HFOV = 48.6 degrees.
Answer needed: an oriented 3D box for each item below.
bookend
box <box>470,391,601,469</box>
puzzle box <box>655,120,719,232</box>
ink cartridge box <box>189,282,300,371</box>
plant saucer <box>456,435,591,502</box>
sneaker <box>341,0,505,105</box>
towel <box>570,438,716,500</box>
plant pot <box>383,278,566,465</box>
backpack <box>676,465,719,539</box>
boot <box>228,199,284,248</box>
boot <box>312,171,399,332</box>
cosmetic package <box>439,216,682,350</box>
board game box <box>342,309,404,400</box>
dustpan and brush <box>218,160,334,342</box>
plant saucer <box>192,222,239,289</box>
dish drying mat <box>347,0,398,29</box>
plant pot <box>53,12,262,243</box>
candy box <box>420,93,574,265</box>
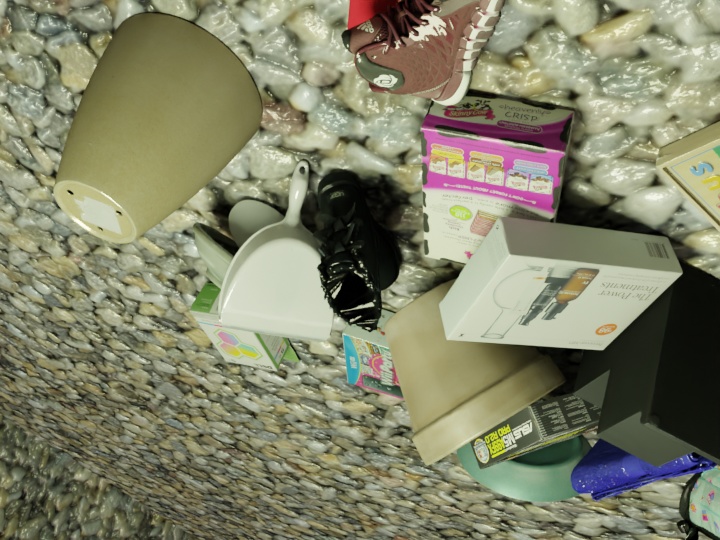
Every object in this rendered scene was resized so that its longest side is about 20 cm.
[{"bbox_3d":[0.310,0.128,0.867,0.092,0.201,0.199,27,147,-3],"label":"bookend"},{"bbox_3d":[0.261,0.192,1.024,0.199,0.044,0.160,-11,160,-27],"label":"box"},{"bbox_3d":[0.378,-0.064,0.707,0.200,0.025,0.133,37,146,-19],"label":"puzzle box"},{"bbox_3d":[-0.183,0.108,1.298,0.103,0.059,0.200,7,144,25],"label":"ink cartridge box"},{"bbox_3d":[0.236,0.246,1.123,0.199,0.200,0.036,12,116,20],"label":"plant saucer"},{"bbox_3d":[0.044,-0.206,0.641,0.115,0.076,0.200,-3,148,-10],"label":"sneaker"},{"bbox_3d":[0.350,0.203,0.930,0.050,0.147,0.200,54,145,4],"label":"towel"},{"bbox_3d":[0.121,0.113,0.978,0.174,0.199,0.200,59,150,14],"label":"plant pot"},{"bbox_3d":[0.515,0.312,1.014,0.166,0.127,0.200,-2,179,-1],"label":"backpack"},{"bbox_3d":[-0.089,-0.010,1.055,0.200,0.074,0.096,42,174,6],"label":"boot"},{"bbox_3d":[0.001,0.000,0.916,0.073,0.163,0.199,-17,134,9],"label":"boot"},{"bbox_3d":[0.202,0.020,0.826,0.199,0.052,0.151,5,144,-19],"label":"cosmetic package"},{"bbox_3d":[0.079,0.135,1.159,0.199,0.064,0.148,17,147,15],"label":"board game box"},{"bbox_3d":[-0.083,-0.027,0.933,0.139,0.201,0.057,10,-166,-16],"label":"dustpan and brush"},{"bbox_3d":[-0.146,0.013,1.049,0.200,0.050,0.200,35,-178,-2],"label":"plant saucer"},{"bbox_3d":[0.030,-0.259,0.663,0.076,0.018,0.200,21,148,8],"label":"dish drying mat"},{"bbox_3d":[-0.229,-0.133,0.849,0.186,0.201,0.188,17,147,11],"label":"plant pot"},{"bbox_3d":[0.134,-0.082,0.810,0.136,0.061,0.200,13,146,14],"label":"candy box"}]
